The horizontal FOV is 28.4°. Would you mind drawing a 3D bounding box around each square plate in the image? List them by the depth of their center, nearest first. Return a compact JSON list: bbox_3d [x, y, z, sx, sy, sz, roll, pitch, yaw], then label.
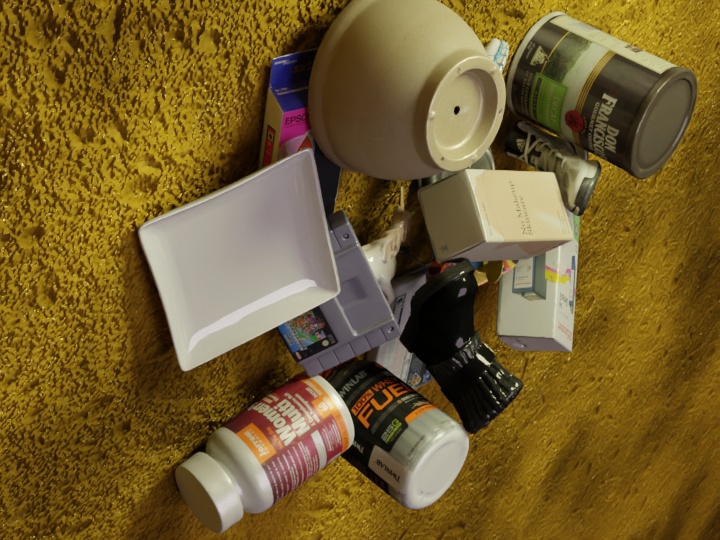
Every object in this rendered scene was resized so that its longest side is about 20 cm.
[{"bbox_3d":[-0.124,-0.013,1.479,0.198,0.028,0.200,-26,132,-18],"label":"square plate"}]

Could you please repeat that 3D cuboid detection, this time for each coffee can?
[{"bbox_3d":[0.306,-0.225,1.813,0.146,0.199,0.148,-35,142,-33],"label":"coffee can"}]

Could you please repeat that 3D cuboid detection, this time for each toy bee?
[{"bbox_3d":[0.122,0.005,1.813,0.197,0.131,0.110,-11,98,-6],"label":"toy bee"}]

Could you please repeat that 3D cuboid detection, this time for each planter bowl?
[{"bbox_3d":[0.063,-0.179,1.456,0.199,0.134,0.202,-24,126,-38],"label":"planter bowl"}]

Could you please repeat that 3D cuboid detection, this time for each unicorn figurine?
[{"bbox_3d":[0.000,0.000,1.684,0.199,0.074,0.139,-24,140,-48],"label":"unicorn figurine"}]

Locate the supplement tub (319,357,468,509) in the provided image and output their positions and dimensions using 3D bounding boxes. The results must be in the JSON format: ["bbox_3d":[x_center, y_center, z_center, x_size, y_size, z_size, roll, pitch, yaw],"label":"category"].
[{"bbox_3d":[0.027,0.194,1.766,0.122,0.199,0.123,-34,143,-31],"label":"supplement tub"}]

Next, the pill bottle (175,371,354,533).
[{"bbox_3d":[-0.112,0.213,1.665,0.199,0.109,0.110,-33,142,-28],"label":"pill bottle"}]

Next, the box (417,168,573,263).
[{"bbox_3d":[0.164,-0.065,1.706,0.077,0.096,0.199,-23,169,37],"label":"box"}]

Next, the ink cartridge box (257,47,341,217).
[{"bbox_3d":[-0.059,-0.136,1.497,0.094,0.037,0.202,-19,132,-35],"label":"ink cartridge box"}]

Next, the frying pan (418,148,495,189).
[{"bbox_3d":[0.147,-0.146,1.777,0.190,0.031,0.115,-49,121,-10],"label":"frying pan"}]

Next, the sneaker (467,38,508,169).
[{"bbox_3d":[0.117,-0.211,1.678,0.075,0.086,0.201,100,12,-50],"label":"sneaker"}]

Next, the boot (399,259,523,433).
[{"bbox_3d":[0.131,0.092,1.699,0.079,0.158,0.212,-30,160,-21],"label":"boot"}]

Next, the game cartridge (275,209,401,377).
[{"bbox_3d":[-0.041,0.032,1.610,0.129,0.039,0.201,-28,134,-1],"label":"game cartridge"}]

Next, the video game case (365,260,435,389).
[{"bbox_3d":[0.073,0.082,1.916,0.181,0.023,0.202,-23,133,-45],"label":"video game case"}]

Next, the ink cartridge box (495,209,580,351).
[{"bbox_3d":[0.244,0.004,1.940,0.145,0.086,0.203,31,64,-69],"label":"ink cartridge box"}]

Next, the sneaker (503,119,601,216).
[{"bbox_3d":[0.239,-0.133,1.832,0.201,0.114,0.076,-89,-160,-72],"label":"sneaker"}]
